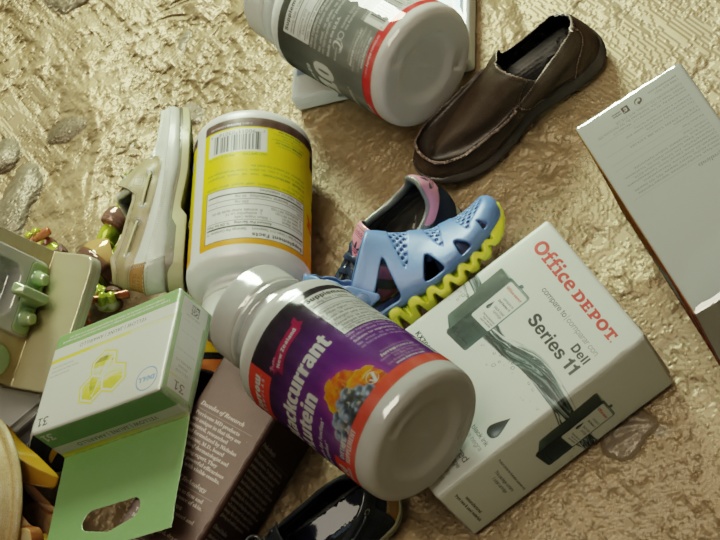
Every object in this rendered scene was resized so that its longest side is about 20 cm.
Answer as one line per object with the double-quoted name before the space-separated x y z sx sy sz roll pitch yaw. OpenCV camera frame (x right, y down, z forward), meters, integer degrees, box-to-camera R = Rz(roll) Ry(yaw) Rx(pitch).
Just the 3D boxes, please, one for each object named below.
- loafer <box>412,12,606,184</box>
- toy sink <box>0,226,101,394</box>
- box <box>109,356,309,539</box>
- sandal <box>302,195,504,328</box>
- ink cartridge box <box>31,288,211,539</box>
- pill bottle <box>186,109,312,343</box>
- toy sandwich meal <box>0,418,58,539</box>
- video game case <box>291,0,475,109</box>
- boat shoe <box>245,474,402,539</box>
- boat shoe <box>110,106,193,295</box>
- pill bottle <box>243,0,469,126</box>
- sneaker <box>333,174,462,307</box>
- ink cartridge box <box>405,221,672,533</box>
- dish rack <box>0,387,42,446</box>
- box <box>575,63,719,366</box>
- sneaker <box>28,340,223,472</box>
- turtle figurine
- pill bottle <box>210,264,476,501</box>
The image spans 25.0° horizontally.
"loafer" 0.120 -0.158 1.415 0.200 0.071 0.073 -41 51 0
"toy sink" -0.349 0.026 1.440 0.199 0.112 0.131 7 75 39
"box" -0.120 0.180 1.311 0.075 0.100 0.200 28 76 23
"sandal" 0.029 0.000 1.312 0.200 0.079 0.087 -38 92 -5
"ink cartridge box" -0.200 0.124 1.306 0.145 0.048 0.201 -21 43 31
"pill bottle" -0.097 -0.033 1.429 0.109 0.109 0.201 -13 57 20
"toy sandwich meal" -0.321 0.217 1.407 0.205 0.070 0.206 -16 69 46
"video game case" 0.023 -0.258 1.557 0.181 0.023 0.201 -10 57 22
"boat shoe" -0.056 0.230 1.279 0.200 0.062 0.075 -40 53 2
"boat shoe" -0.185 -0.068 1.462 0.068 0.075 0.201 0 53 0
"pill bottle" -0.008 -0.218 1.465 0.200 0.114 0.114 34 80 37
"sneaker" 0.000 0.000 1.375 0.070 0.082 0.200 35 81 38
"ink cartridge box" 0.118 0.081 1.264 0.200 0.083 0.147 -38 52 2
"dish rack" -0.345 0.085 1.530 0.171 0.044 0.200 -40 52 0
"box" 0.263 -0.036 1.234 0.097 0.124 0.200 -32 51 7
"sneaker" -0.200 0.123 1.412 0.200 0.070 0.090 -36 48 1
"turtle figurine" -0.237 -0.006 1.515 0.161 0.064 0.200 -46 44 -14
"pill bottle" -0.020 0.075 1.214 0.200 0.111 0.112 33 80 37
